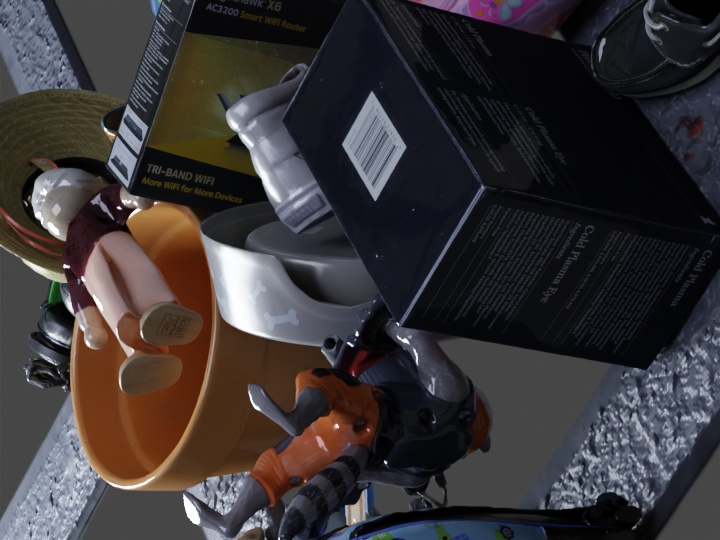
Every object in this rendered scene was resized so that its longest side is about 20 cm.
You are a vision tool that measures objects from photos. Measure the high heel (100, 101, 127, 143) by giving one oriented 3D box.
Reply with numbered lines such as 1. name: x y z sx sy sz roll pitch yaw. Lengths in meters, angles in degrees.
1. high heel: -0.082 -0.117 1.823 0.200 0.142 0.071 -34 55 48

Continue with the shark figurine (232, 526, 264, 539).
1. shark figurine: -0.111 0.293 1.821 0.215 0.089 0.128 -64 -8 14

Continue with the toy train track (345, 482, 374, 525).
1. toy train track: -0.010 0.154 1.678 0.115 0.033 0.200 -20 68 56

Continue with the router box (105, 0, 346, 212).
1. router box: -0.047 -0.111 1.718 0.052 0.200 0.157 45 120 56

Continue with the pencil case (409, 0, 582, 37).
1. pencil case: 0.093 -0.183 1.626 0.200 0.087 0.088 -48 45 38

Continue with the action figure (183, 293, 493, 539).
1. action figure: -0.003 0.111 1.505 0.105 0.193 0.200 45 133 33

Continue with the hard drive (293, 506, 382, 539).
1. hard drive: 0.002 0.244 1.707 0.200 0.033 0.140 46 120 51

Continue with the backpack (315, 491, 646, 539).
1. backpack: 0.049 0.205 1.485 0.183 0.200 0.135 -30 61 46

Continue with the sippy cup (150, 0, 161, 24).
1. sippy cup: -0.096 -0.205 1.892 0.139 0.178 0.131 -3 90 28

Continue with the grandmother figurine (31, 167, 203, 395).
1. grandmother figurine: -0.169 -0.008 1.755 0.121 0.061 0.200 -58 41 16

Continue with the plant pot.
1. plant pot: -0.092 0.056 1.799 0.200 0.140 0.200 -18 68 53

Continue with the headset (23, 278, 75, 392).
1. headset: -0.224 0.029 2.050 0.124 0.094 0.200 -57 28 32

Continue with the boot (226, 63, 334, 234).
1. boot: -0.010 -0.092 1.650 0.074 0.200 0.096 -33 87 27

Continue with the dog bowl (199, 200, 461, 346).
1. dog bowl: 0.000 0.000 1.633 0.200 0.200 0.059 20 112 57

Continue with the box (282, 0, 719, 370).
1. box: 0.082 -0.053 1.522 0.104 0.182 0.200 -60 38 28

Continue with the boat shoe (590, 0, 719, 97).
1. boat shoe: 0.190 -0.154 1.490 0.200 0.068 0.072 -27 62 53

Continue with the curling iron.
1. curling iron: 0.018 0.092 1.609 0.026 0.200 0.050 -18 53 9

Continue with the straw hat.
1. straw hat: -0.217 -0.040 1.983 0.085 0.201 0.201 111 148 -43
